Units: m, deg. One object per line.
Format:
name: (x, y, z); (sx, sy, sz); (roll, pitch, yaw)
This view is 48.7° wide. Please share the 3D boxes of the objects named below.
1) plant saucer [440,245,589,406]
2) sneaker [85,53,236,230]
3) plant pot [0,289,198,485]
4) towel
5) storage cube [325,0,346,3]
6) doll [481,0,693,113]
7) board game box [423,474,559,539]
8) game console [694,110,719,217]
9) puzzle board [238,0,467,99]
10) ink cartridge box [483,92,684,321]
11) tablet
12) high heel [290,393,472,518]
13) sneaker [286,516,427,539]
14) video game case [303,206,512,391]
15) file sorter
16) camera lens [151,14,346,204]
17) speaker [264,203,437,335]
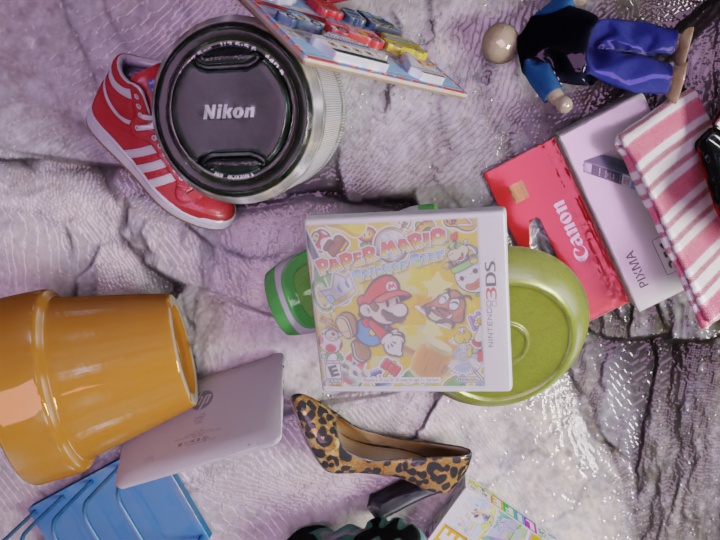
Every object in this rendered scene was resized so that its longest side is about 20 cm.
plant saucer: (0.147, 0.070, 0.832); (0.195, 0.031, 0.203); (-2, 120, -3)
sneaker: (-0.197, -0.139, 0.836); (0.199, 0.071, 0.113); (41, 131, 0)
plant pot: (-0.279, 0.108, 0.864); (0.180, 0.200, 0.204); (-14, 100, -5)
towel: (0.322, -0.064, 0.770); (0.030, 0.145, 0.203); (-22, 96, 53)
storage cube: (0.019, -0.362, 0.726); (0.196, 0.171, 0.184); (-8, 100, 9)
doll: (0.214, -0.211, 0.777); (0.196, 0.049, 0.139); (13, 73, 16)
board game box: (0.123, 0.359, 0.929); (0.133, 0.034, 0.202); (32, 104, 1)
game console: (0.426, -0.089, 0.734); (0.198, 0.174, 0.119); (28, 131, -15)
puzzle board: (-0.008, -0.213, 0.723); (0.151, 0.197, 0.018); (50, 125, 36)
ink cartridge box: (0.247, -0.051, 0.823); (0.174, 0.045, 0.203); (-27, 96, 11)
tablet: (-0.176, 0.165, 0.888); (0.196, 0.131, 0.014); (-18, 128, 11)
high heel: (0.025, 0.181, 0.882); (0.141, 0.072, 0.201); (-32, 112, 19)
sneaker: (0.008, 0.362, 0.903); (0.198, 0.077, 0.143); (-15, 95, 38)
video game case: (0.048, 0.033, 0.787); (0.196, 0.023, 0.186); (-2, 107, 13)
file sorter: (-0.307, 0.322, 0.936); (0.198, 0.123, 0.140); (-28, 96, 13)
camera lens: (-0.099, -0.155, 0.769); (0.156, 0.200, 0.164); (2, 102, 7)
speaker: (0.000, 0.000, 0.847); (0.197, 0.089, 0.090); (-22, 98, 12)
